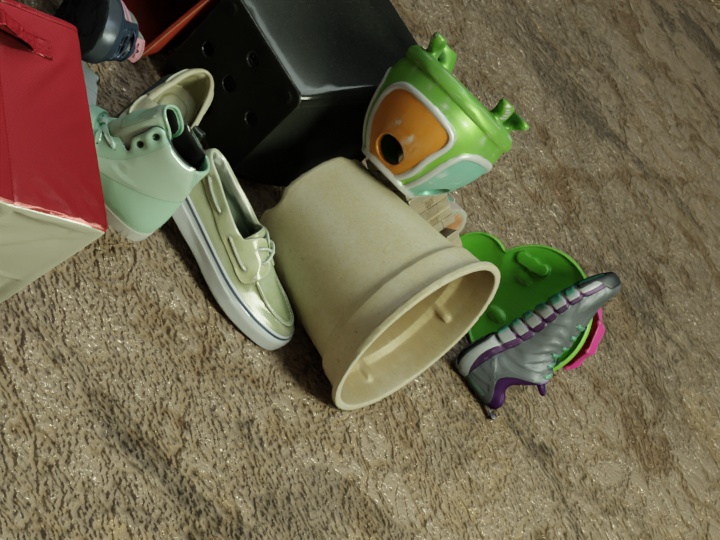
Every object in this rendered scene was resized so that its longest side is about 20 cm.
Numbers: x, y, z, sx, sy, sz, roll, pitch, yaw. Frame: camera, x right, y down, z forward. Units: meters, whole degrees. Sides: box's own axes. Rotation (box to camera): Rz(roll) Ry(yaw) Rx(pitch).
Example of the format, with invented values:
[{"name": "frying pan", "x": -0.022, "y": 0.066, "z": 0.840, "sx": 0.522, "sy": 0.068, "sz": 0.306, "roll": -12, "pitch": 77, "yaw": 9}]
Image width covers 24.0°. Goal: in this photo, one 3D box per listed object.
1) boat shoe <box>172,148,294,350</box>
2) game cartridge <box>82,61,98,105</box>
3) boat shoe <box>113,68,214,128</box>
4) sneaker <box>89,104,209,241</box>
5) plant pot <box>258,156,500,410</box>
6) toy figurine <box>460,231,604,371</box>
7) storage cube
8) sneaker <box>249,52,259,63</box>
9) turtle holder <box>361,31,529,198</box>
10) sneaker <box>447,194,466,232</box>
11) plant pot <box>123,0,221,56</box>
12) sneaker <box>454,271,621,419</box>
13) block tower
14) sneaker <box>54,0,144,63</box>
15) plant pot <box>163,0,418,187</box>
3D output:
[{"name": "boat shoe", "x": -0.112, "y": -0.018, "z": 1.561, "sx": 0.201, "sy": 0.062, "sz": 0.072, "roll": 58, "pitch": 26, "yaw": -13}, {"name": "game cartridge", "x": -0.294, "y": -0.144, "z": 1.479, "sx": 0.133, "sy": 0.042, "sz": 0.201, "roll": 32, "pitch": 34, "yaw": -28}, {"name": "boat shoe", "x": -0.191, "y": -0.133, "z": 1.594, "sx": 0.071, "sy": 0.062, "sz": 0.200, "roll": 49, "pitch": 29, "yaw": -12}, {"name": "sneaker", "x": -0.215, "y": -0.129, "z": 1.419, "sx": 0.200, "sy": 0.118, "sz": 0.074, "roll": 44, "pitch": 31, "yaw": -15}, {"name": "plant pot", "x": 0.000, "y": 0.000, "z": 1.627, "sx": 0.184, "sy": 0.201, "sz": 0.200, "roll": 49, "pitch": 25, "yaw": 19}, {"name": "toy figurine", "x": 0.204, "y": 0.048, "z": 1.965, "sx": 0.200, "sy": 0.150, "sz": 0.184, "roll": 38, "pitch": 6, "yaw": 26}, {"name": "storage cube", "x": -0.310, "y": -0.086, "z": 1.222, "sx": 0.171, "sy": 0.200, "sz": 0.181, "roll": 19, "pitch": 49, "yaw": -47}, {"name": "sneaker", "x": -0.051, "y": -0.283, "z": 1.924, "sx": 0.200, "sy": 0.078, "sz": 0.076, "roll": -31, "pitch": 99, "yaw": -28}, {"name": "turtle holder", "x": 0.069, "y": -0.142, "z": 1.645, "sx": 0.141, "sy": 0.132, "sz": 0.186, "roll": 43, "pitch": 6, "yaw": -12}, {"name": "sneaker", "x": 0.028, "y": -0.067, "z": 1.860, "sx": 0.199, "sy": 0.072, "sz": 0.080, "roll": 0, "pitch": 37, "yaw": -50}, {"name": "plant pot", "x": -0.176, "y": -0.353, "z": 1.745, "sx": 0.200, "sy": 0.200, "sz": 0.176, "roll": 56, "pitch": 19, "yaw": 6}, {"name": "sneaker", "x": 0.204, "y": 0.079, "z": 1.823, "sx": 0.088, "sy": 0.199, "sz": 0.074, "roll": 59, "pitch": 11, "yaw": 2}, {"name": "block tower", "x": 0.065, "y": -0.044, "z": 1.786, "sx": 0.054, "sy": 0.058, "sz": 0.201, "roll": -34, "pitch": 120, "yaw": -31}, {"name": "sneaker", "x": -0.228, "y": -0.221, "z": 1.560, "sx": 0.082, "sy": 0.070, "sz": 0.200, "roll": 33, "pitch": 9, "yaw": -23}, {"name": "plant pot", "x": -0.077, "y": -0.203, "z": 1.726, "sx": 0.177, "sy": 0.199, "sz": 0.201, "roll": -18, "pitch": 73, "yaw": -51}]
